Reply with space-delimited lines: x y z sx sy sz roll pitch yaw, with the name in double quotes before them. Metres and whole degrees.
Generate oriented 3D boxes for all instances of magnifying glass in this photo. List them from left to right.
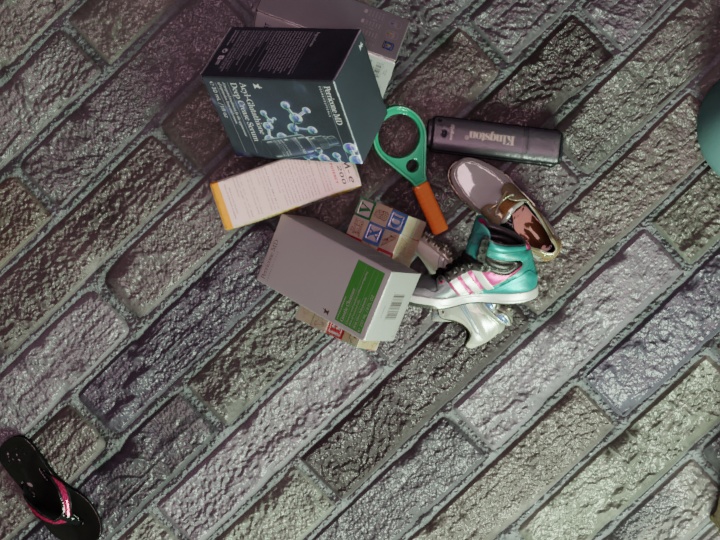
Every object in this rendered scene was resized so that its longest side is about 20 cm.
"magnifying glass" 0.077 -0.144 1.754 0.080 0.022 0.200 -28 110 -9

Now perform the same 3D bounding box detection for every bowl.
"bowl" 0.577 -0.216 1.704 0.201 0.105 0.201 -2 77 10

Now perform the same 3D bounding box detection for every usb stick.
"usb stick" 0.195 -0.187 1.770 0.200 0.033 0.055 7 95 0

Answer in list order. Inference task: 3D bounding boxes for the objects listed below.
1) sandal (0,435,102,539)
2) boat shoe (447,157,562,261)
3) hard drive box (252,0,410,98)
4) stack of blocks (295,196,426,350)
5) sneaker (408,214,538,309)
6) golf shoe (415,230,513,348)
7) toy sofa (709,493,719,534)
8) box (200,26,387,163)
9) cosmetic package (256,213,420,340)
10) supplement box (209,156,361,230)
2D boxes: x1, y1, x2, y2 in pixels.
"sandal" -0.463 0.331 1.799 0.075 0.045 0.200 -41 93 2
"boat shoe" 0.212 -0.092 1.758 0.200 0.068 0.075 39 93 -2
"hard drive box" -0.048 -0.310 1.692 0.200 0.156 0.077 20 65 -3
"stack of blocks" 0.000 0.000 1.745 0.115 0.059 0.200 24 95 30
"sneaker" 0.146 -0.014 1.673 0.200 0.084 0.121 -4 113 -4
"golf shoe" 0.126 0.028 1.767 0.097 0.078 0.200 -44 92 9
"toy sofa" 0.575 0.289 1.772 0.083 0.098 0.200 9 93 0
"box" -0.086 -0.235 1.630 0.200 0.148 0.107 5 51 24
"cosmetic package" -0.031 0.009 1.676 0.200 0.085 0.108 26 102 30
"supplement box" -0.102 -0.121 1.728 0.200 0.126 0.074 -19 93 2
